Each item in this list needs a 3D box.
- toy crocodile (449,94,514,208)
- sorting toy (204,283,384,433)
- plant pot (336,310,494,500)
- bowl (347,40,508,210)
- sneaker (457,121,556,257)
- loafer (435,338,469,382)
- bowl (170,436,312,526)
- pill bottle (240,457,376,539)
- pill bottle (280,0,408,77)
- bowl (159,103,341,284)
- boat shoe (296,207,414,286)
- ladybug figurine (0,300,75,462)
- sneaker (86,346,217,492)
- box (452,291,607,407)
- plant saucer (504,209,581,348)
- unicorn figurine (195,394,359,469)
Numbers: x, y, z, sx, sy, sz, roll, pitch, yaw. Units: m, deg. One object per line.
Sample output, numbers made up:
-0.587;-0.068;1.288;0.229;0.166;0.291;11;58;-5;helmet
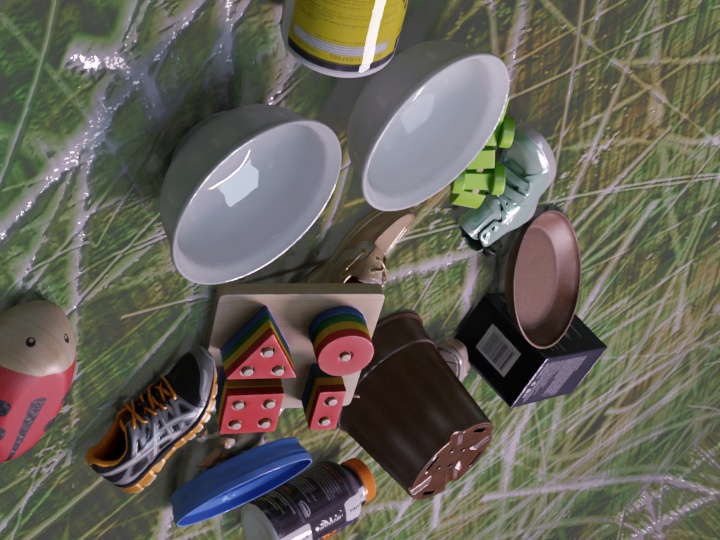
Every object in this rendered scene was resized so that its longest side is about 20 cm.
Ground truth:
0.144;-0.150;1.601;0.067;0.062;0.201;1;136;-5;toy crocodile
-0.082;0.110;1.558;0.198;0.070;0.200;0;134;-19;sorting toy
0.068;0.198;1.842;0.199;0.198;0.201;-32;151;-20;plant pot
0.055;-0.169;1.398;0.200;0.090;0.202;-33;151;-21;bowl
0.183;-0.097;1.705;0.118;0.074;0.201;-38;156;-24;sneaker
0.129;0.154;2.018;0.063;0.072;0.201;-42;163;-31;loafer
-0.160;0.278;1.754;0.199;0.040;0.201;-25;167;-6;bowl
-0.072;0.352;1.974;0.199;0.106;0.107;-24;148;-33;pill bottle
-0.004;-0.277;1.154;0.111;0.112;0.201;-25;149;-31;pill bottle
-0.122;-0.090;1.285;0.200;0.090;0.202;-33;152;-20;bowl
0.000;0.000;1.605;0.200;0.069;0.074;-45;153;4;boat shoe
-0.342;0.120;1.306;0.135;0.072;0.201;-11;139;-48;ladybug figurine
-0.238;0.170;1.525;0.077;0.078;0.201;29;100;-43;sneaker
0.262;0.115;2.043;0.199;0.148;0.105;-2;133;-52;box
0.261;0.012;1.932;0.200;0.036;0.203;-9;101;-53;plant saucer
-0.124;0.180;1.708;0.199;0.074;0.137;-36;158;22;unicorn figurine
